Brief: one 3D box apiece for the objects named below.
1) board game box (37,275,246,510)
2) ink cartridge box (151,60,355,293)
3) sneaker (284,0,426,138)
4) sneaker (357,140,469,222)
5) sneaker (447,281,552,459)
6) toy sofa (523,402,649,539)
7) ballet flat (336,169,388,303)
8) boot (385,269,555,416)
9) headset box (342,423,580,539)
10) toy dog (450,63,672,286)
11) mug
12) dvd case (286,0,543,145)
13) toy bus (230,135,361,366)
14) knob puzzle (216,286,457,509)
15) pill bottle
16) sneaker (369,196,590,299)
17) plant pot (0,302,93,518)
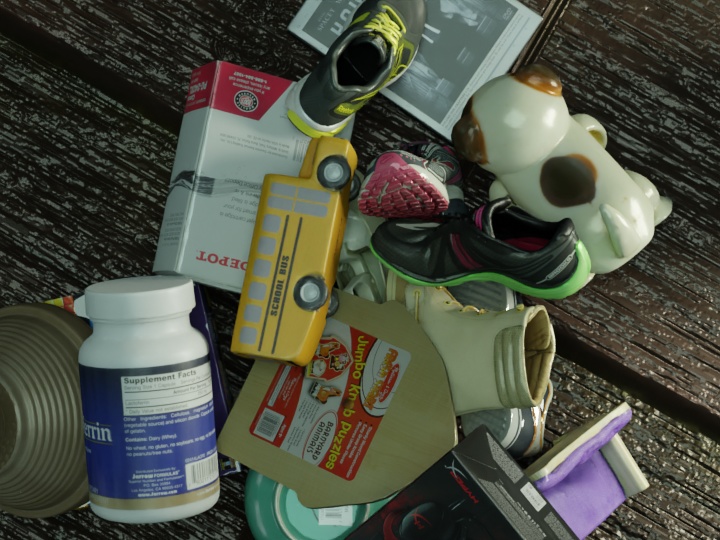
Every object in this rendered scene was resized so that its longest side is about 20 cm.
[{"bbox_3d":[-0.210,0.111,1.619,0.165,0.057,0.201,-14,87,3],"label":"board game box"},{"bbox_3d":[-0.098,-0.076,1.576,0.145,0.083,0.201,14,84,-25],"label":"ink cartridge box"},{"bbox_3d":[0.013,-0.198,1.551,0.074,0.085,0.200,41,57,-10],"label":"sneaker"},{"bbox_3d":[0.045,-0.085,1.546,0.080,0.200,0.075,-7,84,13],"label":"sneaker"},{"bbox_3d":[0.129,0.083,1.599,0.078,0.079,0.201,-20,60,34],"label":"sneaker"},{"bbox_3d":[0.187,0.199,1.520,0.098,0.200,0.083,-34,86,36],"label":"toy sofa"},{"bbox_3d":[0.000,0.000,1.602,0.069,0.069,0.201,-17,87,2],"label":"ballet flat"},{"bbox_3d":[0.100,0.042,1.542,0.155,0.073,0.201,-14,57,33],"label":"boot"},{"bbox_3d":[0.072,0.250,1.434,0.200,0.075,0.149,-43,82,29],"label":"headset box"},{"bbox_3d":[0.169,-0.086,1.548,0.139,0.194,0.200,-39,93,12],"label":"toy dog"},{"bbox_3d":[-0.043,0.198,1.577,0.185,0.114,0.152,43,90,3],"label":"mug"},{"bbox_3d":[0.052,-0.235,1.637,0.200,0.025,0.151,34,89,3],"label":"dvd case"},{"bbox_3d":[-0.054,-0.018,1.502,0.078,0.065,0.201,9,83,10],"label":"toy bus"},{"bbox_3d":[-0.004,0.120,1.512,0.219,0.030,0.220,-3,75,13],"label":"knob puzzle"},{"bbox_3d":[-0.185,0.110,1.487,0.115,0.116,0.201,-3,97,2],"label":"pill bottle"},{"bbox_3d":[0.104,-0.030,1.497,0.199,0.077,0.084,4,129,20],"label":"sneaker"},{"bbox_3d":[-0.321,0.132,1.562,0.200,0.093,0.202,2,94,29],"label":"plant pot"}]
